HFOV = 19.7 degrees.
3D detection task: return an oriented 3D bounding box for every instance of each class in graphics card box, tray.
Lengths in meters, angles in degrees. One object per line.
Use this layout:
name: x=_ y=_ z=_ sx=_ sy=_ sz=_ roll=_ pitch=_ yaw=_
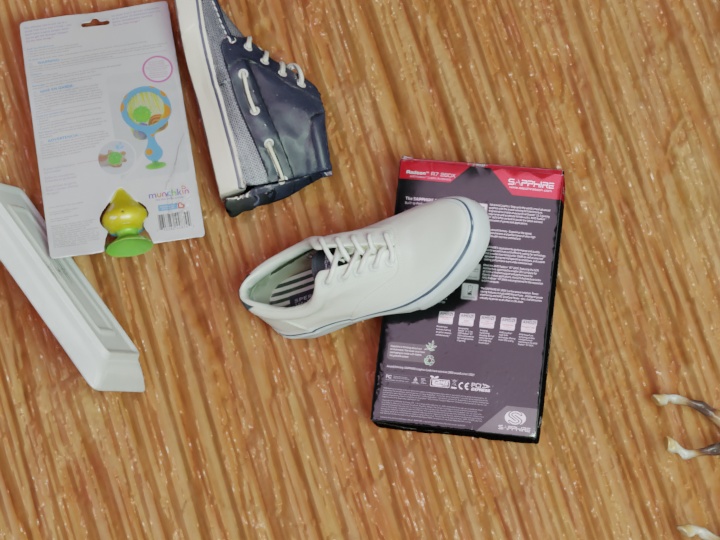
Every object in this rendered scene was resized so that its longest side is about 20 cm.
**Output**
graphics card box: x=0.080 y=0.022 z=1.528 sx=0.125 sy=0.051 sz=0.201 roll=5 pitch=79 yaw=7
tray: x=-0.227 y=0.005 z=1.531 sx=0.022 sy=0.107 sz=0.200 roll=-39 pitch=78 yaw=10

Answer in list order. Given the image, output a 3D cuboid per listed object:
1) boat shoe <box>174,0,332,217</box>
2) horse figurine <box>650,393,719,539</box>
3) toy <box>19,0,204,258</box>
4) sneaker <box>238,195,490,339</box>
boat shoe: x=-0.081 y=-0.146 z=1.570 sx=0.092 sy=0.075 sz=0.201 roll=-14 pitch=86 yaw=-4
horse figurine: x=0.281 y=0.157 z=1.478 sx=0.132 sy=0.050 sz=0.201 roll=0 pitch=71 yaw=-12
toy: x=-0.188 y=-0.101 z=1.573 sx=0.115 sy=0.047 sz=0.200 roll=-9 pitch=65 yaw=-5
sneaker: x=0.000 y=0.000 z=1.485 sx=0.200 sy=0.071 sz=0.073 roll=-27 pitch=63 yaw=30
